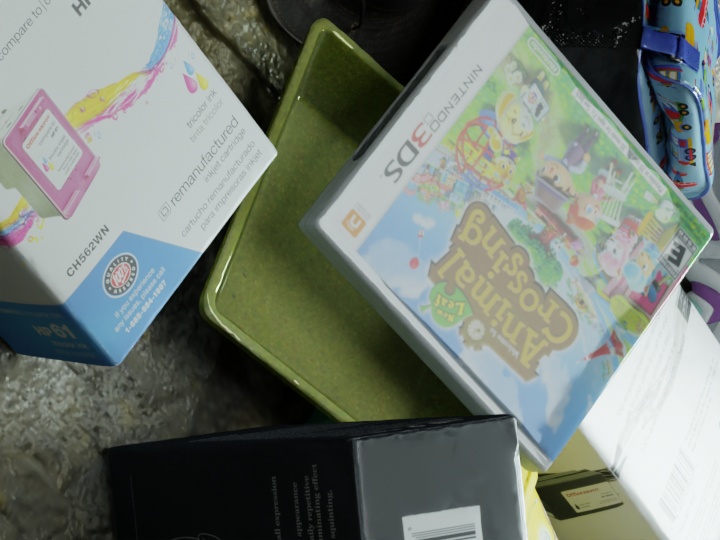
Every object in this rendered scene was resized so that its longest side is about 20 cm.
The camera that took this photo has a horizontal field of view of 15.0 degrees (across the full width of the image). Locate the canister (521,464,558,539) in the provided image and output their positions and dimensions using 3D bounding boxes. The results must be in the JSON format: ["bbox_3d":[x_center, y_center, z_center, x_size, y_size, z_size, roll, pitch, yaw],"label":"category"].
[{"bbox_3d":[0.077,0.209,1.528,0.200,0.086,0.149,65,28,-24],"label":"canister"}]

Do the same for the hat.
[{"bbox_3d":[0.025,-0.200,1.536,0.200,0.081,0.201,12,75,-51],"label":"hat"}]

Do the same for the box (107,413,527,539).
[{"bbox_3d":[-0.020,0.151,1.325,0.107,0.200,0.149,-5,90,-41],"label":"box"}]

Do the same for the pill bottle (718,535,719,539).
[{"bbox_3d":[0.241,0.183,1.727,0.112,0.112,0.200,51,50,-34],"label":"pill bottle"}]

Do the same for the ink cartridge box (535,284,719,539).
[{"bbox_3d":[0.150,0.078,1.651,0.200,0.084,0.145,53,47,-34],"label":"ink cartridge box"}]

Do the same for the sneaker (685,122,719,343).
[{"bbox_3d":[0.277,-0.005,1.775,0.078,0.140,0.200,-31,108,-49],"label":"sneaker"}]

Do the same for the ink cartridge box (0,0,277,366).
[{"bbox_3d":[-0.153,-0.074,1.275,0.145,0.085,0.200,-55,125,-24],"label":"ink cartridge box"}]

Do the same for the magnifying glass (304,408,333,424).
[{"bbox_3d":[-0.020,0.097,1.490,0.080,0.022,0.200,44,55,-38],"label":"magnifying glass"}]

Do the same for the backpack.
[{"bbox_3d":[0.147,-0.158,1.621,0.183,0.134,0.200,73,22,-57],"label":"backpack"}]

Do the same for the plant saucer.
[{"bbox_3d":[0.000,0.000,1.483,0.200,0.048,0.200,40,53,-29],"label":"plant saucer"}]

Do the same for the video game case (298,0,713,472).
[{"bbox_3d":[0.084,-0.023,1.486,0.200,0.022,0.182,47,66,-22],"label":"video game case"}]
